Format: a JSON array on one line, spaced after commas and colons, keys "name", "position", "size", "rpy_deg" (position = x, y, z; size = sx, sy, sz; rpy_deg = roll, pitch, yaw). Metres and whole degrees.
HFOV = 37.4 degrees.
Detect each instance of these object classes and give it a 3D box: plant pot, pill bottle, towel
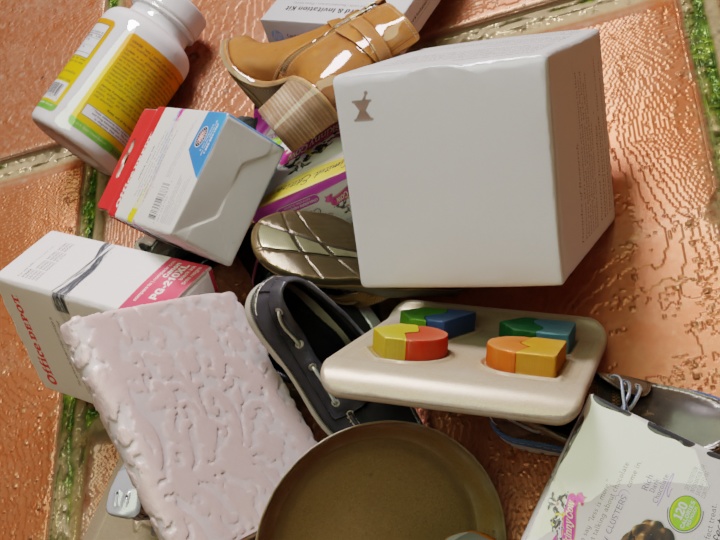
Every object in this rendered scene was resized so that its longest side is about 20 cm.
[{"name": "plant pot", "position": [0.014, 0.212, 0.810], "size": [0.201, 0.200, 0.027], "rpy_deg": [-55, 14, -8]}, {"name": "pill bottle", "position": [-0.257, -0.214, 1.162], "size": [0.111, 0.111, 0.201], "rpy_deg": [27, 79, 33]}, {"name": "towel", "position": [-0.121, 0.114, 0.828], "size": [0.032, 0.191, 0.201], "rpy_deg": [-37, 76, 30]}]

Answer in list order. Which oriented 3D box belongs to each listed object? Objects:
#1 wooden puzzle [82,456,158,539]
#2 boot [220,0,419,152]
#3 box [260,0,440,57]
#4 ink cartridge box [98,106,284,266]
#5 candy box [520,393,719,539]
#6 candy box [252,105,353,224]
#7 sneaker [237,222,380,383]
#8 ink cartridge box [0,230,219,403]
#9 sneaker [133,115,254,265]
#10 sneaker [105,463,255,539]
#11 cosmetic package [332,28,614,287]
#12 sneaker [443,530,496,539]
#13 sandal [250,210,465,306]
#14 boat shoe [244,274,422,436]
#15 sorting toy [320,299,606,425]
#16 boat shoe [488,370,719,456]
[{"name": "wooden puzzle", "position": [-0.162, 0.248, 0.935], "size": [0.199, 0.046, 0.186], "rpy_deg": [12, 71, 34]}, {"name": "boot", "position": [-0.038, -0.201, 0.978], "size": [0.155, 0.074, 0.200], "rpy_deg": [-40, 43, 3]}, {"name": "box", "position": [0.013, -0.295, 1.083], "size": [0.155, 0.041, 0.201], "rpy_deg": [11, 53, 29]}, {"name": "ink cartridge box", "position": [-0.162, -0.083, 0.977], "size": [0.200, 0.067, 0.117], "rpy_deg": [17, 81, 57]}, {"name": "candy box", "position": [0.212, 0.203, 0.719], "size": [0.199, 0.072, 0.169], "rpy_deg": [25, 87, 16]}, {"name": "candy box", "position": [-0.033, -0.119, 1.004], "size": [0.136, 0.061, 0.201], "rpy_deg": [-22, 39, 14]}, {"name": "sneaker", "position": [-0.076, 0.025, 0.961], "size": [0.099, 0.071, 0.200], "rpy_deg": [-21, 48, -38]}, {"name": "ink cartridge box", "position": [-0.220, 0.056, 0.982], "size": [0.199, 0.145, 0.084], "rpy_deg": [12, 43, 29]}, {"name": "sneaker", "position": [-0.145, -0.058, 1.063], "size": [0.090, 0.066, 0.201], "rpy_deg": [34, 89, 29]}, {"name": "sneaker", "position": [-0.139, 0.207, 0.871], "size": [0.114, 0.075, 0.201], "rpy_deg": [-30, 50, 15]}, {"name": "cosmetic package", "position": [0.099, -0.094, 0.851], "size": [0.166, 0.200, 0.168], "rpy_deg": [-1, 106, 25]}, {"name": "sneaker", "position": [0.063, 0.290, 0.765], "size": [0.201, 0.075, 0.092], "rpy_deg": [-66, 17, -4]}, {"name": "sandal", "position": [0.000, 0.000, 0.929], "size": [0.199, 0.054, 0.081], "rpy_deg": [9, 44, -18]}, {"name": "boat shoe", "position": [-0.013, 0.083, 0.868], "size": [0.073, 0.200, 0.063], "rpy_deg": [-46, 8, -29]}, {"name": "sorting toy", "position": [0.086, 0.057, 0.802], "size": [0.184, 0.200, 0.037], "rpy_deg": [5, 104, 17]}, {"name": "boat shoe", "position": [0.189, 0.115, 0.816], "size": [0.199, 0.072, 0.073], "rpy_deg": [-1, 65, 24]}]
